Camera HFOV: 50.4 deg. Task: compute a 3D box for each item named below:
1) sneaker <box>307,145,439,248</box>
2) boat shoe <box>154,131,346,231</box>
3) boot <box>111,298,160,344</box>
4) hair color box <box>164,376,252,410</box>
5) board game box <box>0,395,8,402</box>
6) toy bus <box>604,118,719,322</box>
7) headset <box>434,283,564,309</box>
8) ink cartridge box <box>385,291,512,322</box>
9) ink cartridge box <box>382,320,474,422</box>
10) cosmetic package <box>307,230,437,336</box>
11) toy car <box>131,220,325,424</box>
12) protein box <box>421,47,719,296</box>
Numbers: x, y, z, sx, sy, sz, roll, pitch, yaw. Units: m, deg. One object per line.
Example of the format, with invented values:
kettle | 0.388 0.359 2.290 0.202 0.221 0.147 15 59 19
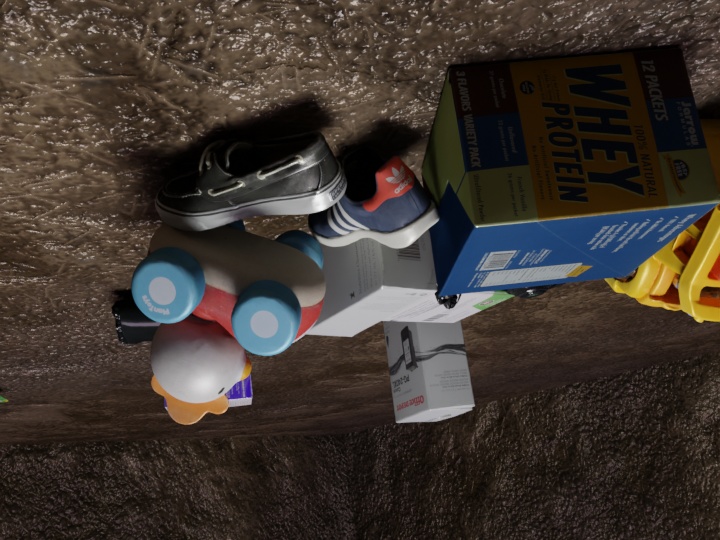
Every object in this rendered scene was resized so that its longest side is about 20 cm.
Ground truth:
sneaker | -0.003 -0.076 0.751 0.075 0.086 0.198 -41 -158 -25
boat shoe | -0.107 -0.086 0.677 0.195 0.072 0.064 -6 133 25
boot | -0.260 0.055 1.053 0.157 0.076 0.199 -2 163 -6
hair color box | -0.348 0.281 1.758 0.194 0.067 0.110 -6 164 -12
board game box | -0.818 0.256 1.530 0.194 0.031 0.096 -1 163 -11
toy bus | 0.354 -0.018 0.764 0.132 0.194 0.204 -3 130 -16
headset | 0.166 -0.022 0.835 0.198 0.125 0.094 -34 160 9
ink cartridge box | 0.088 0.012 1.030 0.196 0.087 0.145 4 159 -34
ink cartridge box | 0.104 0.133 1.230 0.081 0.206 0.145 -1 163 -20
cosmetic package | 0.000 0.000 0.910 0.079 0.116 0.199 4 158 -32
toy car | -0.136 0.065 0.754 0.172 0.205 0.185 17 -160 -1
protein box | 0.169 -0.077 0.686 0.194 0.139 0.199 -6 163 -4
